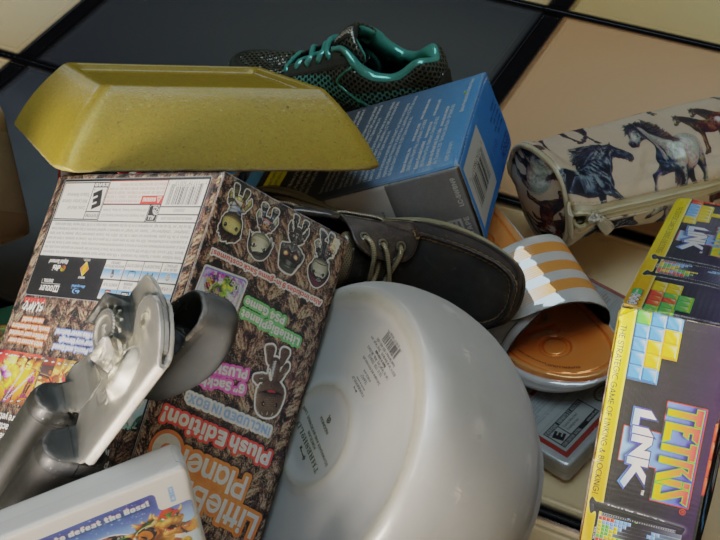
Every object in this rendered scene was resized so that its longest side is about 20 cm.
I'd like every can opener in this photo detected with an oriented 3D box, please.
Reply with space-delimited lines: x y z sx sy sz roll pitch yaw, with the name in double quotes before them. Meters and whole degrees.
"can opener" -0.123 0.082 0.604 0.067 0.200 0.053 14 39 -34

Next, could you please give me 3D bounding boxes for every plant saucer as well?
"plant saucer" -0.111 -0.104 0.856 0.199 0.049 0.200 -1 14 -22

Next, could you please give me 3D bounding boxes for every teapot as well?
"teapot" 0.028 0.108 0.721 0.197 0.146 0.201 -13 60 48

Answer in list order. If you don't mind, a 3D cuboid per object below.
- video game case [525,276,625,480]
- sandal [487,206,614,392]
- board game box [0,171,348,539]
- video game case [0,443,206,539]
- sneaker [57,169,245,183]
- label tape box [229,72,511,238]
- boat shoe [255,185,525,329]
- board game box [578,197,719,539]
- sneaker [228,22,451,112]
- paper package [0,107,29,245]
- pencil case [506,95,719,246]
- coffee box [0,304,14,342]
"video game case" 0.097 0.041 0.872 0.200 0.017 0.143 31 54 31
"sandal" 0.096 -0.003 0.861 0.079 0.059 0.207 -21 46 -16
"board game box" -0.116 0.056 0.715 0.159 0.097 0.201 4 72 47
"video game case" -0.134 0.176 0.618 0.143 0.200 0.018 -20 44 -15
"sneaker" -0.146 -0.076 0.945 0.071 0.113 0.200 8 45 22
"label tape box" -0.004 -0.059 0.923 0.199 0.063 0.144 -12 28 22
"boat shoe" 0.000 0.000 0.811 0.199 0.075 0.073 12 12 14
"board game box" 0.164 0.068 0.684 0.057 0.166 0.200 13 22 16
"sneaker" -0.013 -0.155 1.022 0.199 0.091 0.078 14 45 19
"paper package" -0.336 -0.036 0.833 0.190 0.104 0.200 -17 3 13
"pencil case" 0.208 -0.069 0.923 0.199 0.078 0.090 -14 48 -16
"coffee box" -0.156 0.059 0.856 0.199 0.044 0.123 -17 44 -12
